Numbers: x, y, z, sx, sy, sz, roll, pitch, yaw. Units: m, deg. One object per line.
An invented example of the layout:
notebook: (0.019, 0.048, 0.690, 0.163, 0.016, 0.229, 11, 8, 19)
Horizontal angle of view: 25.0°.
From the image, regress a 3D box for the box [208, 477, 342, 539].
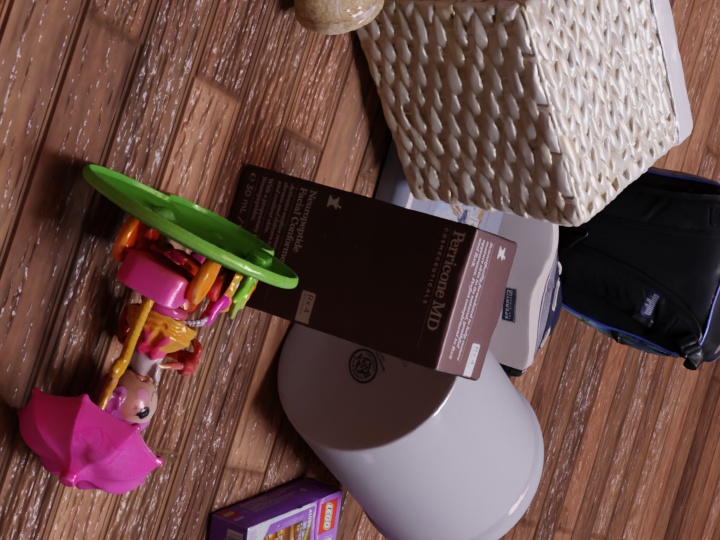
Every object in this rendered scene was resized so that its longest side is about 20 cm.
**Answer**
box: (-0.078, 0.278, 1.303, 0.136, 0.039, 0.203, -10, 112, -58)

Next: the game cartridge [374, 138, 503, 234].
game cartridge: (0.072, -0.053, 1.415, 0.199, 0.041, 0.135, 19, 91, -61)

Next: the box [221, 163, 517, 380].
box: (0.000, 0.000, 1.141, 0.075, 0.198, 0.101, 17, 90, -60)

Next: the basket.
basket: (0.123, -0.159, 1.254, 0.161, 0.197, 0.202, -41, 125, -32)

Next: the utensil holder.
utensil holder: (0.040, 0.115, 1.308, 0.171, 0.168, 0.200, -63, 146, -19)

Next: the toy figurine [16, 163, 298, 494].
toy figurine: (-0.142, 0.050, 1.032, 0.186, 0.149, 0.200, -62, 176, 5)

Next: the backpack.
backpack: (0.296, -0.010, 1.658, 0.147, 0.198, 0.185, 17, 91, -61)

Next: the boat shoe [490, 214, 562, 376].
boat shoe: (0.161, -0.005, 1.567, 0.093, 0.074, 0.202, -41, 145, -54)

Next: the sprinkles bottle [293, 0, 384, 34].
sprinkles bottle: (-0.032, -0.258, 1.097, 0.068, 0.068, 0.201, -52, 144, -35)
